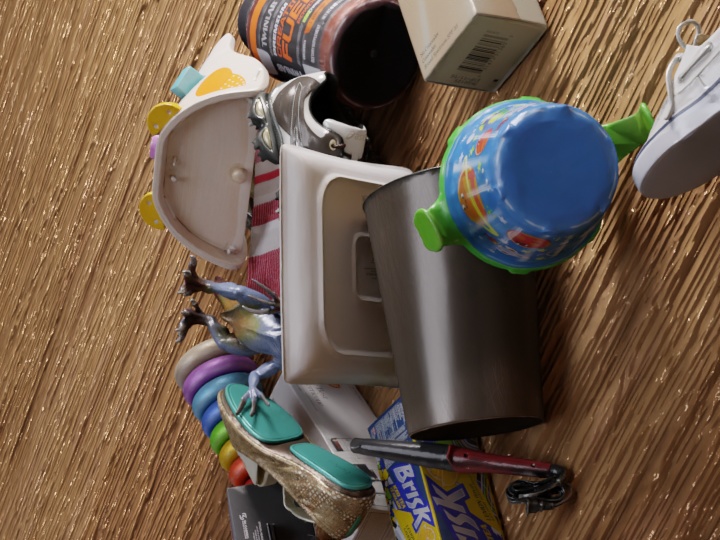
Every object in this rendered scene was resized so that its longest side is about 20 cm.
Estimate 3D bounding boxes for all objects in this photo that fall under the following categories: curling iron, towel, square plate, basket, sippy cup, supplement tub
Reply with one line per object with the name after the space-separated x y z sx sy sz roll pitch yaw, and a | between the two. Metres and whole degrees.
0.079 0.158 1.629 0.199 0.050 0.026 12 124 29 | curling iron
-0.076 -0.050 1.890 0.144 0.023 0.201 162 113 -65 | towel
0.000 0.000 1.718 0.028 0.200 0.199 -4 83 35 | square plate
0.082 0.031 1.638 0.180 0.135 0.201 137 127 -68 | basket
0.135 -0.070 1.513 0.178 0.139 0.130 -61 5 -7 | sippy cup
-0.038 -0.219 1.884 0.200 0.107 0.107 24 105 53 | supplement tub

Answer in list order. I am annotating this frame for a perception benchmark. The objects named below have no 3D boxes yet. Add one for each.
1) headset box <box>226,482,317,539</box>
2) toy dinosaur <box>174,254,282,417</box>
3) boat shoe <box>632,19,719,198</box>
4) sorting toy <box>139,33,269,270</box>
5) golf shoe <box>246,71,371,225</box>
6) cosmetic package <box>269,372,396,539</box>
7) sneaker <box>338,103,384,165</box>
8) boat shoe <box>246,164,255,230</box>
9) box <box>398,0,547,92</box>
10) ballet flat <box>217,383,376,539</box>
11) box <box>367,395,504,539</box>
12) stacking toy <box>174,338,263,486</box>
-0.071 0.286 1.812 0.200 0.075 0.149 92 167 -63 | headset box
-0.074 0.043 1.796 0.200 0.181 0.105 -53 -23 -63 | toy dinosaur
0.256 -0.143 1.440 0.202 0.074 0.086 -53 44 36 | boat shoe
-0.145 -0.137 1.932 0.180 0.106 0.201 -84 3 -56 | sorting toy
-0.029 -0.082 1.770 0.094 0.078 0.201 -29 77 30 | golf shoe
-0.009 0.171 1.805 0.051 0.082 0.200 -62 38 22 | cosmetic package
-0.019 -0.084 1.896 0.076 0.070 0.201 106 156 -46 | sneaker
-0.135 -0.088 2.059 0.200 0.073 0.065 37 111 54 | boat shoe
0.082 -0.262 1.734 0.095 0.077 0.201 -52 44 42 | box
-0.066 0.169 1.738 0.200 0.070 0.066 36 117 44 | ballet flat
0.070 0.207 1.682 0.064 0.070 0.201 -48 46 46 | box
-0.115 0.167 1.993 0.085 0.085 0.200 -54 50 39 | stacking toy
